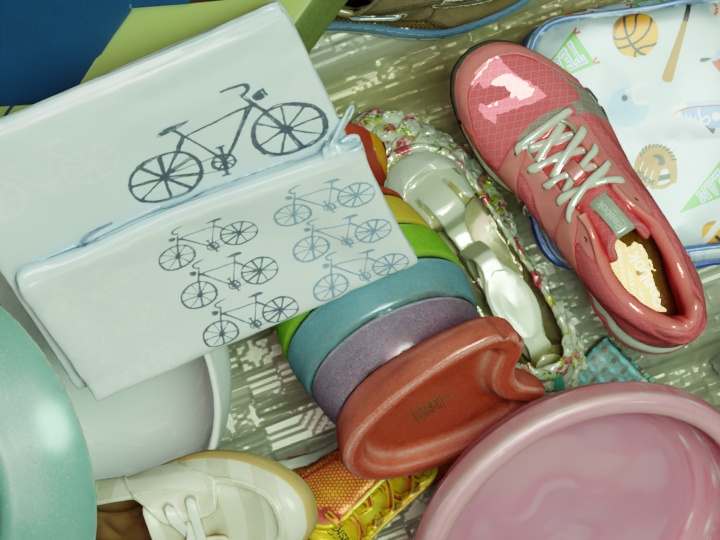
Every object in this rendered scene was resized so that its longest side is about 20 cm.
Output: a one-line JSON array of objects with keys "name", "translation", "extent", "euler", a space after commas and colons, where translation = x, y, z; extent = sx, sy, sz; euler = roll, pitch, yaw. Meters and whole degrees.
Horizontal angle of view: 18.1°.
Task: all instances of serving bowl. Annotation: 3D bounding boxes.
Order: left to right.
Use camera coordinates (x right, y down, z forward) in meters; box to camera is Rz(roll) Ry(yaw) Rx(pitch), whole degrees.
[{"name": "serving bowl", "translation": [-0.154, 0.039, 1.226], "extent": [0.199, 0.066, 0.201], "euler": [11, 122, 18]}]

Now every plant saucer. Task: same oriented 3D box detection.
[{"name": "plant saucer", "translation": [-0.219, 0.100, 1.144], "extent": [0.199, 0.036, 0.201], "euler": [13, 112, 33]}, {"name": "plant saucer", "translation": [0.116, 0.139, 1.209], "extent": [0.200, 0.051, 0.201], "euler": [-9, 123, -15]}]

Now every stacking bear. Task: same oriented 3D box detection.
[{"name": "stacking bear", "translation": [0.000, 0.000, 1.206], "extent": [0.113, 0.122, 0.200], "euler": [-28, 62, 1]}]

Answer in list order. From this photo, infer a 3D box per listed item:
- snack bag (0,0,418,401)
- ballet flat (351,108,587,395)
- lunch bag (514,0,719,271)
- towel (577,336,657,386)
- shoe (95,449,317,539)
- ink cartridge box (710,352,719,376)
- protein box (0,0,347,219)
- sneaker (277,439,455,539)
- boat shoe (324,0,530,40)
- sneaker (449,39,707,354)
[{"name": "snack bag", "translation": [-0.085, -0.029, 1.072], "extent": [0.188, 0.200, 0.021], "euler": [-22, 49, 3]}, {"name": "ballet flat", "translation": [0.062, -0.015, 1.265], "extent": [0.076, 0.064, 0.200], "euler": [-38, 84, -5]}, {"name": "lunch bag", "translation": [0.182, -0.074, 1.276], "extent": [0.199, 0.076, 0.161], "euler": [-7, 91, -2]}, {"name": "towel", "translation": [0.162, 0.156, 1.284], "extent": [0.200, 0.022, 0.147], "euler": [45, 85, 1]}, {"name": "shoe", "translation": [-0.115, 0.139, 1.193], "extent": [0.199, 0.053, 0.070], "euler": [-7, 113, 28]}, {"name": "ink cartridge box", "translation": [0.323, 0.049, 1.236], "extent": [0.200, 0.145, 0.147], "euler": [-37, 89, -4]}, {"name": "protein box", "translation": [-0.093, -0.142, 1.143], "extent": [0.135, 0.200, 0.199], "euler": [38, 121, -1]}, {"name": "sneaker", "translation": [0.000, 0.124, 1.245], "extent": [0.200, 0.077, 0.073], "euler": [-30, 132, 3]}, {"name": "boat shoe", "translation": [0.015, -0.168, 1.275], "extent": [0.199, 0.072, 0.073], "euler": [-10, 85, -3]}, {"name": "sneaker", "translation": [0.125, -0.042, 1.195], "extent": [0.074, 0.087, 0.200], "euler": [-38, 94, -2]}]
